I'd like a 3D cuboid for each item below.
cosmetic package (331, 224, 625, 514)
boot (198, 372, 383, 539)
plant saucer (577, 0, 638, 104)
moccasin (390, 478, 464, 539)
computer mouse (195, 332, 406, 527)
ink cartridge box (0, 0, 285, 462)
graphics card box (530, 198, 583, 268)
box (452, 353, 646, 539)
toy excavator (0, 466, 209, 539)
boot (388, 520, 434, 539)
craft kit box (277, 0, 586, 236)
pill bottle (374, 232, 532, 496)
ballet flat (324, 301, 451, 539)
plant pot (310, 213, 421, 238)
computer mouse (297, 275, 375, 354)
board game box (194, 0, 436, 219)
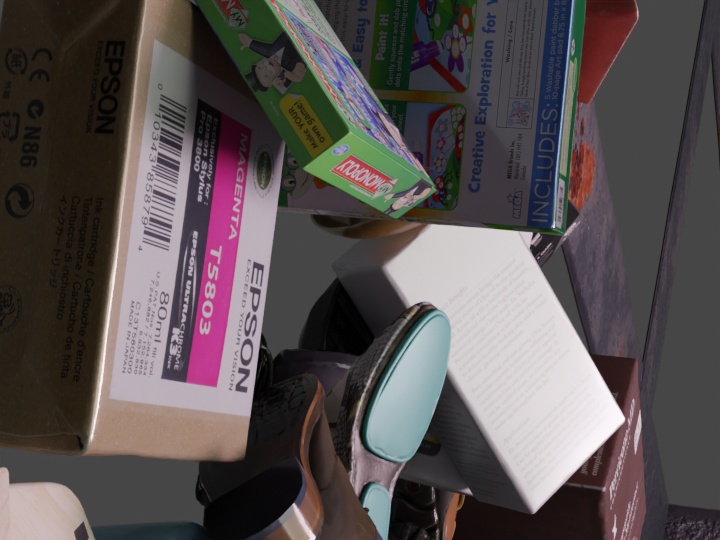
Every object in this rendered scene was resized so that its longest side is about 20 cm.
[{"bbox_3d":[0.080,0.049,0.977,0.101,0.071,0.201,-39,109,-24],"label":"cosmetic package"},{"bbox_3d":[-0.031,0.127,0.758,0.098,0.074,0.200,60,10,-16],"label":"boot"},{"bbox_3d":[0.163,-0.259,1.245,0.200,0.036,0.202,101,-28,-76],"label":"plant saucer"},{"bbox_3d":[0.058,0.141,1.172,0.078,0.073,0.204,-36,126,-76],"label":"moccasin"},{"bbox_3d":[-0.017,0.100,0.908,0.199,0.052,0.140,2,90,-56],"label":"computer mouse"},{"bbox_3d":[-0.102,-0.016,0.674,0.165,0.074,0.202,20,75,-69],"label":"ink cartridge box"},{"bbox_3d":[0.114,-0.033,1.230,0.126,0.051,0.200,-50,158,5],"label":"graphics card box"},{"bbox_3d":[0.164,0.199,1.346,0.167,0.162,0.201,-63,151,-46],"label":"box"},{"bbox_3d":[-0.119,0.151,0.671,0.195,0.099,0.202,-48,126,-62],"label":"toy excavator"},{"bbox_3d":[0.015,0.223,1.053,0.158,0.079,0.213,-46,148,-50],"label":"boot"},{"bbox_3d":[0.026,-0.126,0.827,0.048,0.195,0.202,10,86,-73],"label":"craft kit box"},{"bbox_3d":[0.062,0.054,1.073,0.112,0.111,0.202,37,67,-67],"label":"pill bottle"},{"bbox_3d":[-0.006,0.109,0.841,0.072,0.071,0.202,52,52,-63],"label":"ballet flat"},{"bbox_3d":[0.054,-0.084,0.932,0.028,0.199,0.201,51,38,-19],"label":"plant pot"},{"bbox_3d":[0.000,0.000,1.012,0.059,0.034,0.201,58,44,-37],"label":"computer mouse"},{"bbox_3d":[-0.044,-0.122,0.697,0.201,0.029,0.134,58,13,17],"label":"board game box"}]
